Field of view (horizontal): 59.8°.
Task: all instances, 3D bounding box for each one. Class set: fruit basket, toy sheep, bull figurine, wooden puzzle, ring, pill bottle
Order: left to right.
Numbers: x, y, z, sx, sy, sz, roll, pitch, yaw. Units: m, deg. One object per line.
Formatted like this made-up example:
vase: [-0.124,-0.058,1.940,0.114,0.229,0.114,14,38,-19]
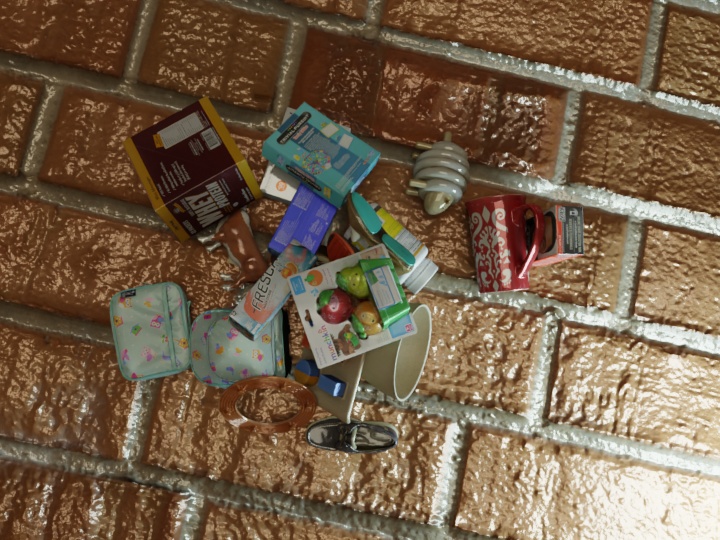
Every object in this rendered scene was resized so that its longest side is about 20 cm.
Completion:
bull figurine: [-0.271,-0.054,1.347,0.121,0.065,0.201,-27,84,-2]
ring: [-0.186,0.279,1.262,0.199,0.201,0.019,0,45,-4]
wooden puzzle: [-0.070,0.184,1.267,0.046,0.185,0.202,7,97,-42]
fruit basket: [-0.015,0.061,1.162,0.199,0.094,0.186,-17,75,-13]
pill bottle: [0.068,-0.043,1.344,0.200,0.109,0.109,42,83,1]
toy sheep: [0.173,-0.216,1.364,0.137,0.138,0.201,12,76,-2]

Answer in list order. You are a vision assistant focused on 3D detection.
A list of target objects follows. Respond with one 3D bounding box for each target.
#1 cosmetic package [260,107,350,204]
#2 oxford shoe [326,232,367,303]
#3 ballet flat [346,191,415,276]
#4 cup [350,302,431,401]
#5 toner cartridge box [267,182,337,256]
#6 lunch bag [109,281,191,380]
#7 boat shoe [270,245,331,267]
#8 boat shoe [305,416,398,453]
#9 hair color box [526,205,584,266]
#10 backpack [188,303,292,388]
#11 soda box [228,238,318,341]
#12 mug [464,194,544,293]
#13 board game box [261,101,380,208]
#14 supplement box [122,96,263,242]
cosmetic package: [-0.121,-0.240,1.385,0.150,0.052,0.201,17,83,1]
oxford shoe: [0.000,0.000,1.292,0.072,0.071,0.200,-10,56,-45]
ballet flat: [0.026,-0.064,1.267,0.200,0.068,0.072,47,125,-4]
cup: [0.046,0.153,1.295,0.142,0.200,0.202,12,82,23]
toner cartridge box: [-0.109,-0.110,1.311,0.095,0.043,0.201,26,75,0]
lunch bag: [-0.429,0.122,1.308,0.159,0.077,0.202,-10,84,-5]
boat shoe: [-0.099,-0.014,1.359,0.199,0.072,0.072,16,112,-9]
boat shoe: [-0.017,0.348,1.316,0.198,0.065,0.073,5,85,-2]
hair color box: [0.398,-0.069,1.322,0.061,0.200,0.102,1,83,-7]
backpack: [-0.251,0.157,1.282,0.198,0.153,0.177,-4,87,4]
soda box: [-0.167,0.038,1.206,0.063,0.068,0.200,37,71,1]
mug: [0.303,-0.056,1.334,0.132,0.178,0.202,-4,88,-6]
board game box: [-0.081,-0.243,1.307,0.199,0.047,0.151,34,58,4]
supplement box: [-0.344,-0.208,1.294,0.199,0.133,0.198,-30,65,-6]
